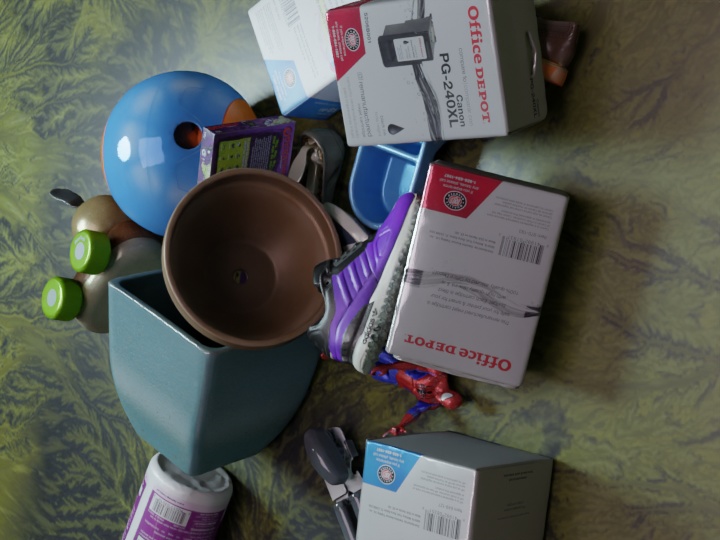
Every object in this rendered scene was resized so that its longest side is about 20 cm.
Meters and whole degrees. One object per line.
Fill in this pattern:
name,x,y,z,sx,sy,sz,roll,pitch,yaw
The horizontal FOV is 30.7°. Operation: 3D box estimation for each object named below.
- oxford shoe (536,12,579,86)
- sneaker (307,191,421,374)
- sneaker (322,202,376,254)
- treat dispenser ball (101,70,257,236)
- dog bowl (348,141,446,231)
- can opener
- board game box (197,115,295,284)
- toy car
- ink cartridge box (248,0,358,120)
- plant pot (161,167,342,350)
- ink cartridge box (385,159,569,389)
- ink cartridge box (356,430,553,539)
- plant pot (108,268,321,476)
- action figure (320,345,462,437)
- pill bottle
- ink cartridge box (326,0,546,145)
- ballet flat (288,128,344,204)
oxford shoe,0.144,-0.263,1.382,0.199,0.071,0.073,30,103,26
sneaker,0.000,0.000,1.394,0.099,0.070,0.202,19,78,19
sneaker,0.004,0.006,1.473,0.085,0.075,0.200,-50,58,10
treat dispenser ball,-0.213,-0.140,1.583,0.199,0.200,0.203,-2,87,39
dog bowl,0.047,-0.133,1.465,0.111,0.049,0.202,24,104,37
can opener,-0.016,0.274,1.492,0.053,0.067,0.202,-36,66,33
board game box,-0.139,-0.076,1.521,0.032,0.119,0.202,35,124,42
toy car,-0.339,-0.034,1.720,0.158,0.163,0.201,-53,49,25
ink cartridge box,-0.018,-0.284,1.502,0.199,0.084,0.146,-30,71,36
plant pot,-0.127,-0.004,1.456,0.093,0.199,0.203,137,122,-66
ink cartridge box,0.120,0.002,1.340,0.144,0.083,0.202,14,99,5
ink cartridge box,0.092,0.283,1.352,0.146,0.144,0.202,10,95,40
plant pot,-0.179,0.124,1.563,0.195,0.195,0.202,29,119,36
action figure,0.019,0.118,1.449,0.199,0.099,0.066,22,124,35
pill bottle,-0.242,0.338,1.650,0.112,0.112,0.202,33,109,35
ink cartridge box,0.077,-0.210,1.330,0.198,0.083,0.147,0,106,36
ballet flat,-0.066,-0.069,1.548,0.067,0.063,0.202,16,99,44
